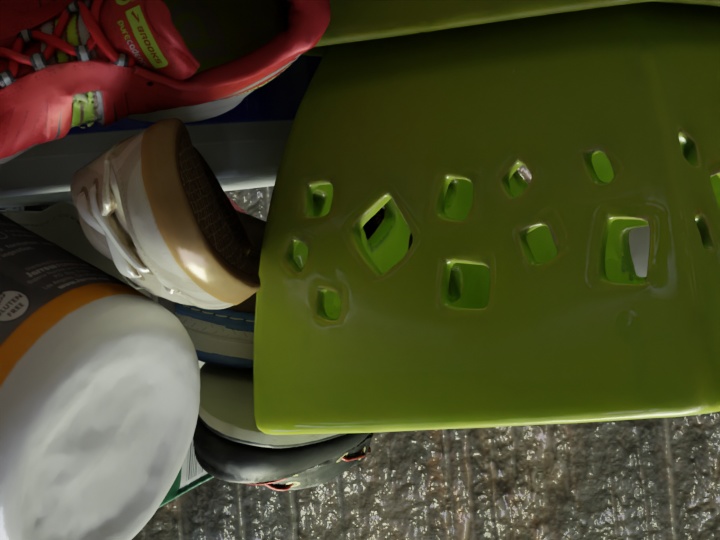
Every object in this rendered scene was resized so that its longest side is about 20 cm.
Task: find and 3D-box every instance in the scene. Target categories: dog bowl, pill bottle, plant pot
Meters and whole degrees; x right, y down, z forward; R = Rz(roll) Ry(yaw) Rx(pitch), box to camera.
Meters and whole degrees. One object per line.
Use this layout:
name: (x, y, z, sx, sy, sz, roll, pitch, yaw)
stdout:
dog bowl: (-0.095, -0.074, 1.183, 0.198, 0.079, 0.200, -5, -179, 0)
pill bottle: (-0.167, 0.027, 1.037, 0.199, 0.117, 0.116, 27, -162, 31)
plant pot: (0.080, -0.037, 1.071, 0.198, 0.183, 0.200, -5, 179, 30)

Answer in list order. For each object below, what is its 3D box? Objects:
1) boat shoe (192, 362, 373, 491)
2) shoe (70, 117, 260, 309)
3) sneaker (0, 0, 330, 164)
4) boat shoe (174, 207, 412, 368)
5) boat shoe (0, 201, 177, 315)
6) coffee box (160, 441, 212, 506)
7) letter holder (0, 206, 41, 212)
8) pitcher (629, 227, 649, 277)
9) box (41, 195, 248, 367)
boat shoe: (-0.030, 0.067, 1.169, 0.073, 0.064, 0.201, 20, -170, 8)
shoe: (-0.073, -0.013, 0.990, 0.053, 0.070, 0.200, -26, -179, 0)
sneaker: (-0.098, -0.082, 0.942, 0.199, 0.078, 0.085, -18, -178, -33)
boat shoe: (0.000, 0.000, 1.179, 0.072, 0.073, 0.199, 16, -168, 32)
boat shoe: (-0.116, 0.004, 1.225, 0.059, 0.072, 0.200, -2, -176, -25)
coffee box: (-0.144, 0.076, 1.169, 0.122, 0.044, 0.200, 12, -165, 22)
letter holder: (-0.233, 0.002, 1.371, 0.100, 0.202, 0.142, -1, 178, -31)
pitcher: (0.215, -0.037, 1.312, 0.200, 0.122, 0.172, -33, -174, 34)
box: (-0.138, 0.001, 1.430, 0.108, 0.129, 0.200, 13, -161, -39)
